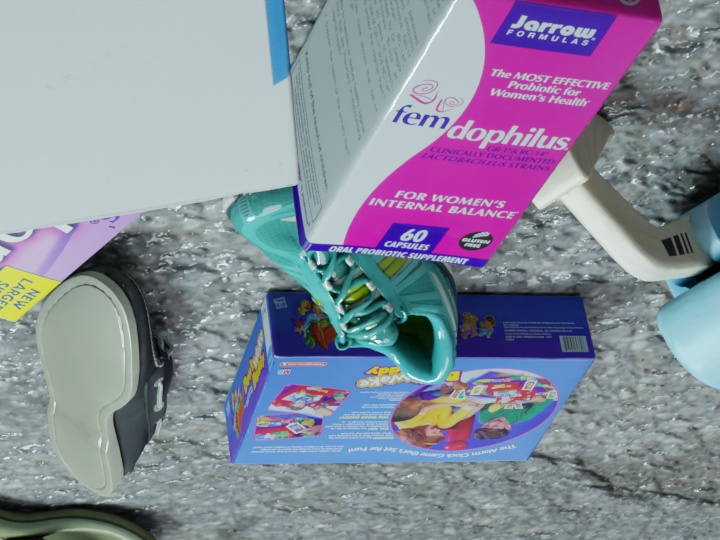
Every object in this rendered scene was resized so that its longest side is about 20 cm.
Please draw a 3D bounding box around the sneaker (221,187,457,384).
[{"bbox_3d":[0.000,0.000,1.161,0.077,0.080,0.200,-24,145,24],"label":"sneaker"}]

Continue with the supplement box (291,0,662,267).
[{"bbox_3d":[0.044,-0.099,0.991,0.100,0.104,0.200,5,144,-21],"label":"supplement box"}]

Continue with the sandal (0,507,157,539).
[{"bbox_3d":[-0.228,0.198,1.444,0.200,0.058,0.080,10,144,-29],"label":"sandal"}]

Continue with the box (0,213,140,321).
[{"bbox_3d":[-0.194,-0.079,0.963,0.199,0.097,0.176,18,139,-38],"label":"box"}]

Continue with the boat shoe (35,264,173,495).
[{"bbox_3d":[-0.143,0.053,1.252,0.063,0.072,0.201,-43,159,-33],"label":"boat shoe"}]

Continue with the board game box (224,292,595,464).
[{"bbox_3d":[0.027,0.068,1.313,0.198,0.045,0.135,1,147,-17],"label":"board game box"}]

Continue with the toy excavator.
[{"bbox_3d":[0.187,-0.004,1.170,0.100,0.195,0.200,-32,170,34],"label":"toy excavator"}]

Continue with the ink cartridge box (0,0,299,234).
[{"bbox_3d":[-0.109,-0.140,0.785,0.144,0.201,0.148,-10,149,-3],"label":"ink cartridge box"}]
